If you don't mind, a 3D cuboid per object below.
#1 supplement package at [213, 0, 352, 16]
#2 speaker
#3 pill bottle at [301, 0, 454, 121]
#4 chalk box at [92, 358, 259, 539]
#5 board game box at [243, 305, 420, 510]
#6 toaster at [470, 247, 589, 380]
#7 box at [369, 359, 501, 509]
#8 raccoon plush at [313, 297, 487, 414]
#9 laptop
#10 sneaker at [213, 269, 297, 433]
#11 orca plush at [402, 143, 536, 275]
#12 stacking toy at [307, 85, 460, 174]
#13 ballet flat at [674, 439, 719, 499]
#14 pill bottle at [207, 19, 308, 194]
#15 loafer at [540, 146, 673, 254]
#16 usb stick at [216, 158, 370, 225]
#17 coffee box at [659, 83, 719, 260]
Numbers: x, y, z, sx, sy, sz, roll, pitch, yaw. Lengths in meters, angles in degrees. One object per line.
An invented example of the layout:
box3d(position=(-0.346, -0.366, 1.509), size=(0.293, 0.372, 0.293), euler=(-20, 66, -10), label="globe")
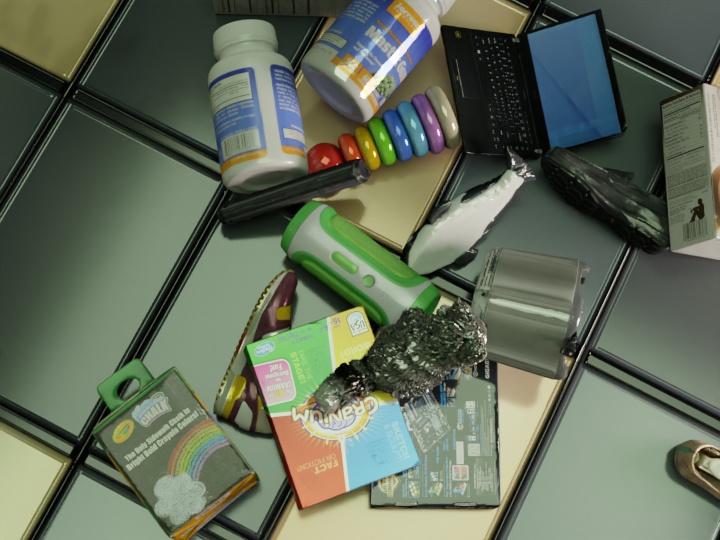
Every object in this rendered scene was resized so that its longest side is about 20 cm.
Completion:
box3d(position=(-0.094, -0.405, 1.674), size=(0.198, 0.110, 0.115), euler=(0, 75, -2), label="supplement package")
box3d(position=(0.000, 0.000, 1.582), size=(0.199, 0.089, 0.089), euler=(37, 77, 12), label="speaker")
box3d(position=(0.028, -0.294, 1.600), size=(0.112, 0.112, 0.200), euler=(39, 80, 7), label="pill bottle")
box3d(position=(-0.228, 0.201, 1.510), size=(0.124, 0.124, 0.200), euler=(-36, 79, -10), label="chalk box")
box3d(position=(-0.034, 0.160, 1.510), size=(0.152, 0.040, 0.201), euler=(-19, 81, -13), label="board game box")
box3d(position=(0.199, 0.051, 1.539), size=(0.128, 0.200, 0.115), euler=(13, 118, 8), label="toaster")
box3d(position=(0.090, 0.188, 1.564), size=(0.157, 0.046, 0.202), euler=(0, 76, -2), label="box")
box3d(position=(0.058, 0.110, 1.443), size=(0.200, 0.134, 0.097), euler=(-40, 96, -22), label="raccoon plush")
box3d(position=(0.222, -0.244, 1.645), size=(0.199, 0.103, 0.179), euler=(0, 73, -34), label="laptop")
box3d(position=(-0.106, 0.100, 1.572), size=(0.090, 0.075, 0.201), euler=(25, 82, -5), label="sneaker")
box3d(position=(0.121, -0.081, 1.620), size=(0.201, 0.105, 0.071), euler=(-53, 41, 10), label="orca plush")
box3d(position=(0.024, -0.161, 1.638), size=(0.199, 0.085, 0.086), euler=(-23, 78, -3), label="stacking toy")
box3d(position=(0.473, 0.268, 1.549), size=(0.199, 0.067, 0.068), euler=(26, 77, 4), label="ballet flat")
box3d(position=(-0.133, -0.208, 1.622), size=(0.111, 0.112, 0.202), euler=(-8, 76, -4), label="pill bottle")
box3d(position=(0.321, -0.099, 1.639), size=(0.200, 0.068, 0.071), euler=(34, 69, 1), label="loafer")
box3d(position=(-0.083, -0.097, 1.594), size=(0.198, 0.055, 0.033), euler=(-16, 99, 17), label="usb stick")
box3d(position=(0.450, -0.122, 1.620), size=(0.112, 0.080, 0.202), euler=(8, 73, -32), label="coffee box")
